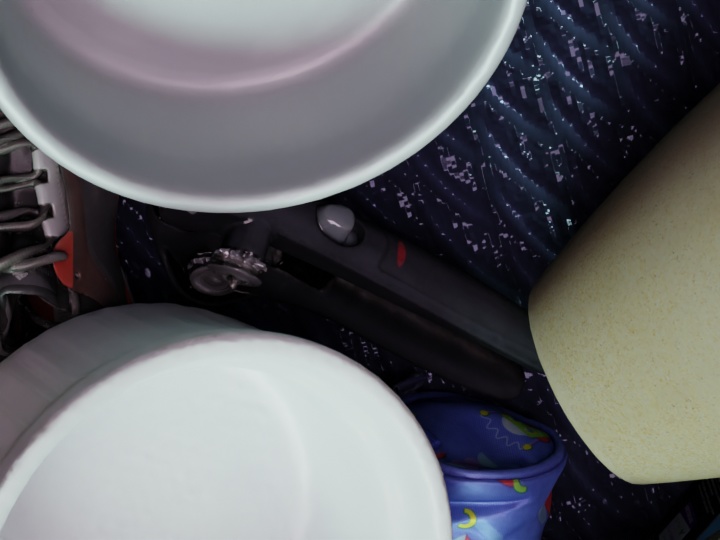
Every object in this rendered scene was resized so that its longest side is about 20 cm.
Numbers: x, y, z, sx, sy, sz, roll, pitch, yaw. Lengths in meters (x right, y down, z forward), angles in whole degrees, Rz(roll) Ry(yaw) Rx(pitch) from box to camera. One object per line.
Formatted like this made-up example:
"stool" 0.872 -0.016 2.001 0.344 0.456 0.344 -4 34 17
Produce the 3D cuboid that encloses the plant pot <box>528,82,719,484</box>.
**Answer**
"plant pot" 0.171 -0.002 0.832 0.200 0.188 0.188 -29 109 23

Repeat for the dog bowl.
"dog bowl" -0.044 -0.122 0.754 0.199 0.079 0.201 -6 128 -8

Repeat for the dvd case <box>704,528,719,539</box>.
"dvd case" 0.127 0.194 0.855 0.200 0.022 0.147 -30 111 -32

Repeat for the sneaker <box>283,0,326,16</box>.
"sneaker" -0.067 -0.177 0.798 0.076 0.077 0.200 -28 111 6

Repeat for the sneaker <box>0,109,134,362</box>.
"sneaker" -0.128 -0.023 0.849 0.077 0.082 0.201 -13 110 3

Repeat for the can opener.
"can opener" 0.000 0.000 0.865 0.199 0.079 0.063 27 149 -20

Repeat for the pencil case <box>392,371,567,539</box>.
"pencil case" 0.027 0.149 0.919 0.087 0.078 0.201 2 112 -29

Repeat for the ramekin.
"ramekin" -0.074 0.109 0.822 0.200 0.098 0.201 -8 107 -27

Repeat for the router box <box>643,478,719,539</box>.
"router box" 0.224 0.156 0.943 0.200 0.051 0.149 36 105 -12
